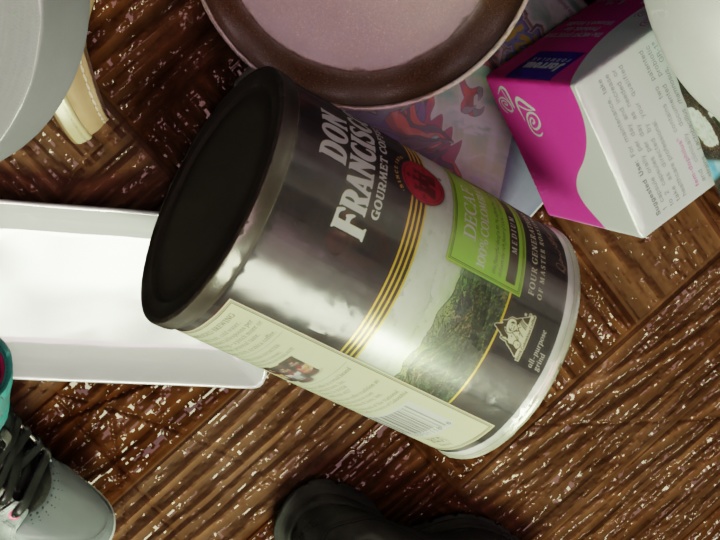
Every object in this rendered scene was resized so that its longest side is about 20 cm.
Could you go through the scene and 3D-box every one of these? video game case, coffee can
[{"bbox_3d":[0.054,-0.113,0.826,0.200,0.023,0.183,40,94,-26],"label":"video game case"},{"bbox_3d":[0.000,0.000,0.759,0.199,0.146,0.147,26,100,-25],"label":"coffee can"}]

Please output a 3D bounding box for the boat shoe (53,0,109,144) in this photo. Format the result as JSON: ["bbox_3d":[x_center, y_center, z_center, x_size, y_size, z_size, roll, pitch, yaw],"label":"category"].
[{"bbox_3d":[-0.157,-0.165,0.711,0.064,0.071,0.202,-18,113,-10],"label":"boat shoe"}]

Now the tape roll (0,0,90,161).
[{"bbox_3d":[-0.231,-0.136,0.655,0.197,0.066,0.203,3,107,11],"label":"tape roll"}]

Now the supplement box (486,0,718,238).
[{"bbox_3d":[0.189,-0.119,0.801,0.199,0.101,0.104,-37,112,-16],"label":"supplement box"}]

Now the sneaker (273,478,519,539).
[{"bbox_3d":[0.040,0.202,0.901,0.198,0.091,0.077,15,103,-24],"label":"sneaker"}]

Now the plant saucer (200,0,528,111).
[{"bbox_3d":[0.002,-0.190,0.756,0.197,0.032,0.203,-1,100,-6],"label":"plant saucer"}]

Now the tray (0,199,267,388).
[{"bbox_3d":[-0.145,0.013,0.808,0.197,0.022,0.109,4,107,-19],"label":"tray"}]

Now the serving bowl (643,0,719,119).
[{"bbox_3d":[0.236,-0.165,0.682,0.198,0.066,0.203,-4,99,-24],"label":"serving bowl"}]

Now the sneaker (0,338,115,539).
[{"bbox_3d":[-0.207,0.093,0.764,0.199,0.084,0.121,28,136,-22],"label":"sneaker"}]

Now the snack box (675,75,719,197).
[{"bbox_3d":[0.225,-0.120,0.740,0.115,0.037,0.202,-31,108,-17],"label":"snack box"}]
